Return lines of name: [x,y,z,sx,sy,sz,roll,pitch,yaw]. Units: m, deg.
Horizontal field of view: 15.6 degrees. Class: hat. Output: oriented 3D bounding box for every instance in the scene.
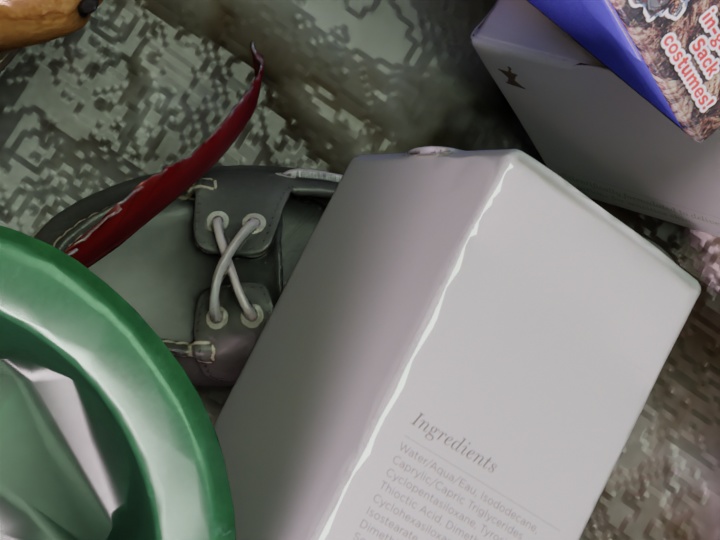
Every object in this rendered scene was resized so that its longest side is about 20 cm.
hat: [-0.102,0.053,0.702,0.199,0.176,0.167,-17,97,4]

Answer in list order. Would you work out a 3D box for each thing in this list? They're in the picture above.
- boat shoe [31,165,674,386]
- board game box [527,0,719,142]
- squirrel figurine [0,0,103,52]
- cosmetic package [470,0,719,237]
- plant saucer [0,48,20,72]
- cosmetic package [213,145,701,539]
boat shoe: [0.000,0.000,0.775,0.199,0.057,0.067,3,80,-18]
board game box: [0.108,-0.164,0.730,0.200,0.160,0.097,-40,133,-2]
squirrel figurine: [-0.115,-0.161,0.696,0.199,0.142,0.187,25,97,0]
cosmetic package: [0.136,-0.112,0.801,0.200,0.107,0.085,-56,140,-16]
plant saucer: [-0.179,-0.123,0.753,0.199,0.029,0.201,3,80,-18]
cosmetic package: [0.000,0.071,0.689,0.074,0.102,0.201,33,79,-22]
